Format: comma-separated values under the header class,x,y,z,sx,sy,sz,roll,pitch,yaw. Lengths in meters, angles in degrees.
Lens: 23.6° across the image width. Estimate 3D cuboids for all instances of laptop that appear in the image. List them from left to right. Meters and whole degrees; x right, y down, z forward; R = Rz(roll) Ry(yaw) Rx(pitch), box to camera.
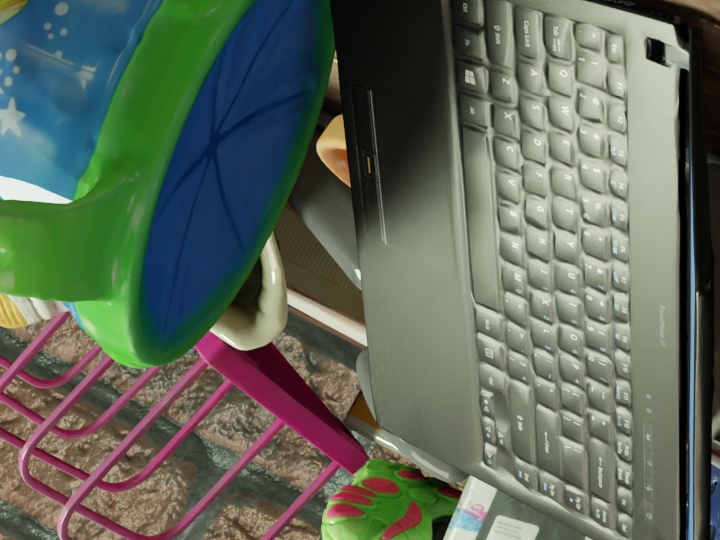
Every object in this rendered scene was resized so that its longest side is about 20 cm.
class,x,y,z,sx,sy,sz,roll,pitch,yaw
laptop,0.036,0.026,0.446,0.199,0.103,0.178,24,132,40

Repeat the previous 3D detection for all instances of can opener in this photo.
class,x,y,z,sx,sy,sz,roll,pitch,yaw
can opener,0.000,0.000,0.765,0.200,0.066,0.053,55,-175,22

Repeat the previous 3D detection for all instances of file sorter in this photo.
class,x,y,z,sx,sy,sz,roll,pitch,yaw
file sorter,-0.121,0.053,0.888,0.200,0.125,0.139,46,-178,41

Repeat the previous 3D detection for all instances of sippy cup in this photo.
class,x,y,z,sx,sy,sz,roll,pitch,yaw
sippy cup,-0.091,-0.058,0.517,0.130,0.140,0.178,23,177,11

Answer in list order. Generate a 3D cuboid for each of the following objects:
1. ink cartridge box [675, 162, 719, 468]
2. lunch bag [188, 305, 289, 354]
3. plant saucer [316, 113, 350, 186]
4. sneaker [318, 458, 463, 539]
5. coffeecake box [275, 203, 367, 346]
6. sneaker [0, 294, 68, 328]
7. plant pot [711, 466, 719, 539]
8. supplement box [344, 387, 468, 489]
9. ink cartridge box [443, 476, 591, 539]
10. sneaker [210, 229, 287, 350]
class,x,y,z,sx,sy,sz,roll,pitch,yaw
ink cartridge box,0.192,0.056,0.515,0.199,0.085,0.146,31,174,-30
lunch bag,-0.130,-0.021,1.190,0.199,0.133,0.136,30,175,-22
plant saucer,0.078,-0.017,0.671,0.199,0.038,0.200,27,176,2
sneaker,0.015,0.154,0.931,0.076,0.084,0.200,23,-172,19
coffeecake box,-0.020,-0.013,1.012,0.153,0.073,0.200,28,175,13
sneaker,-0.149,-0.066,0.843,0.087,0.201,0.076,-13,153,0
plant pot,0.302,0.221,1.085,0.199,0.181,0.200,29,174,-11
supplement box,0.080,0.062,0.952,0.073,0.127,0.200,26,176,25
ink cartridge box,0.101,0.121,0.824,0.082,0.201,0.146,25,-168,18
sneaker,-0.079,-0.042,0.726,0.090,0.067,0.201,62,180,41
